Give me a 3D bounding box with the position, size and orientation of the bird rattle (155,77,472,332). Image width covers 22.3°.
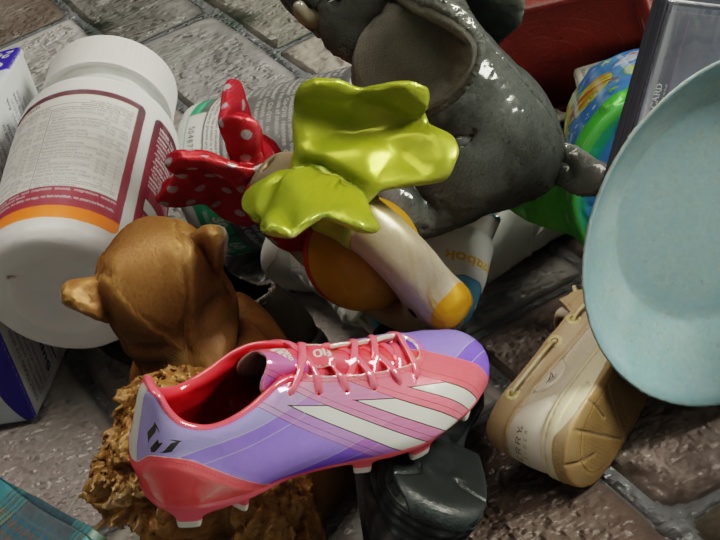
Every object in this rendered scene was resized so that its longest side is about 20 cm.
[{"bbox_3d":[-0.022,-0.021,0.978,0.113,0.163,0.200,-51,18,-23],"label":"bird rattle"}]

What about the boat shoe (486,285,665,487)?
[{"bbox_3d":[0.137,0.036,1.017,0.069,0.074,0.200,13,42,35],"label":"boat shoe"}]

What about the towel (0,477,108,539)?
[{"bbox_3d":[-0.254,0.192,1.036,0.200,0.022,0.147,-36,33,-28],"label":"towel"}]

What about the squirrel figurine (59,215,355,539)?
[{"bbox_3d":[-0.081,0.068,0.973,0.141,0.187,0.200,-16,29,5],"label":"squirrel figurine"}]

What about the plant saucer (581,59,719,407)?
[{"bbox_3d":[0.194,-0.026,0.958,0.201,0.201,0.039,-26,31,-13],"label":"plant saucer"}]

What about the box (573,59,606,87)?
[{"bbox_3d":[0.250,-0.120,1.221,0.200,0.068,0.082,-17,28,5],"label":"box"}]

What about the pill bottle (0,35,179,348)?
[{"bbox_3d":[-0.177,-0.056,1.187,0.109,0.110,0.200,-10,43,15],"label":"pill bottle"}]

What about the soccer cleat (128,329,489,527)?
[{"bbox_3d":[-0.020,0.060,0.886,0.200,0.077,0.067,-19,36,-26],"label":"soccer cleat"}]

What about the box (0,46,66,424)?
[{"bbox_3d":[-0.270,-0.020,1.239,0.105,0.184,0.200,-10,30,13],"label":"box"}]

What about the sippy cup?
[{"bbox_3d":[0.183,-0.073,1.121,0.178,0.140,0.130,23,20,-14],"label":"sippy cup"}]

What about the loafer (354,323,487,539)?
[{"bbox_3d":[0.023,0.095,0.987,0.073,0.072,0.200,23,27,-8],"label":"loafer"}]

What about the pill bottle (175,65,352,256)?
[{"bbox_3d":[-0.019,-0.080,1.253,0.200,0.113,0.113,-11,30,24],"label":"pill bottle"}]

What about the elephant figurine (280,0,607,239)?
[{"bbox_3d":[0.030,-0.127,1.022,0.155,0.200,0.142,-21,26,-13],"label":"elephant figurine"}]

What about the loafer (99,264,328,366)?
[{"bbox_3d":[-0.107,0.021,1.188,0.200,0.071,0.073,6,38,37],"label":"loafer"}]

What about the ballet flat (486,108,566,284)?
[{"bbox_3d":[0.116,-0.058,1.209,0.069,0.070,0.200,-9,30,18],"label":"ballet flat"}]

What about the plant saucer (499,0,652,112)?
[{"bbox_3d":[0.129,-0.156,1.268,0.200,0.200,0.037,-12,64,13],"label":"plant saucer"}]

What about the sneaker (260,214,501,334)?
[{"bbox_3d":[0.000,0.000,1.153,0.200,0.076,0.081,-6,66,51],"label":"sneaker"}]

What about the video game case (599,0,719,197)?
[{"bbox_3d":[0.227,-0.071,0.988,0.200,0.143,0.019,2,24,-26],"label":"video game case"}]
